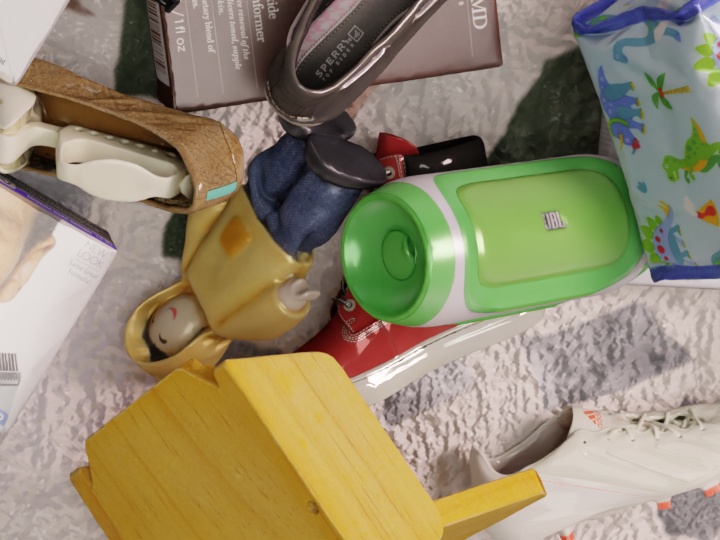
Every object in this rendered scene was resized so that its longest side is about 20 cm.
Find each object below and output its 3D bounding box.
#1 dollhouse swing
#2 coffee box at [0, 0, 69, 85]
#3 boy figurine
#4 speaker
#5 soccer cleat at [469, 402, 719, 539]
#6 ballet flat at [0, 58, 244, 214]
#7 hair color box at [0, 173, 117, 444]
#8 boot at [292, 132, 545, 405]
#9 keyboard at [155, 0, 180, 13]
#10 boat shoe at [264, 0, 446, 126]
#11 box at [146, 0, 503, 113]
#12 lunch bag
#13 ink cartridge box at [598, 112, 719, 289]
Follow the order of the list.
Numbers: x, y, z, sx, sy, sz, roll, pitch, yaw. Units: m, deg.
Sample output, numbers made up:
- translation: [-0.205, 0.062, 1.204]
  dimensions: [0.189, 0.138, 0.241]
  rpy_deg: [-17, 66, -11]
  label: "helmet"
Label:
- translation: [-0.025, 0.116, 1.433]
  dimensions: [0.176, 0.200, 0.182]
  rpy_deg: [-33, 87, -39]
  label: "dollhouse swing"
- translation: [-0.217, -0.178, 1.303]
  dimensions: [0.113, 0.200, 0.080]
  rpy_deg: [31, 98, -18]
  label: "coffee box"
- translation: [-0.070, -0.014, 1.425]
  dimensions: [0.064, 0.125, 0.200]
  rpy_deg: [7, 134, -47]
  label: "boy figurine"
- translation: [0.084, -0.019, 1.402]
  dimensions: [0.199, 0.088, 0.089]
  rpy_deg: [-9, 107, -43]
  label: "speaker"
- translation: [0.165, 0.113, 1.524]
  dimensions: [0.199, 0.069, 0.078]
  rpy_deg: [-20, 103, -4]
  label: "soccer cleat"
- translation: [-0.165, -0.072, 1.367]
  dimensions: [0.199, 0.072, 0.068]
  rpy_deg: [18, 119, 9]
  label: "ballet flat"
- translation: [-0.240, 0.041, 1.420]
  dimensions: [0.109, 0.065, 0.201]
  rpy_deg: [30, 93, -16]
  label: "hair color box"
- translation: [0.000, 0.000, 1.462]
  dimensions: [0.199, 0.072, 0.145]
  rpy_deg: [-26, 106, -14]
  label: "boot"
- translation: [-0.097, -0.238, 1.336]
  dimensions: [0.104, 0.040, 0.201]
  rpy_deg: [35, 49, -40]
  label: "keyboard"
- translation: [0.019, -0.164, 1.348]
  dimensions: [0.067, 0.057, 0.200]
  rpy_deg: [37, 78, -3]
  label: "boat shoe"
- translation: [-0.023, -0.156, 1.419]
  dimensions: [0.199, 0.075, 0.101]
  rpy_deg: [-10, 103, -12]
  label: "box"
- translation: [0.236, -0.108, 1.419]
  dimensions: [0.200, 0.127, 0.171]
  rpy_deg: [-31, 109, -36]
  label: "lunch bag"
- translation: [0.246, -0.087, 1.509]
  dimensions: [0.199, 0.041, 0.201]
  rpy_deg: [4, 101, -14]
  label: "ink cartridge box"
